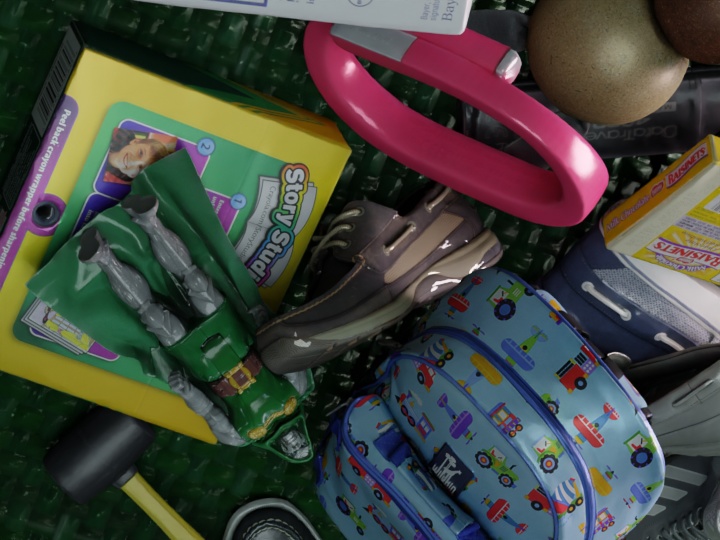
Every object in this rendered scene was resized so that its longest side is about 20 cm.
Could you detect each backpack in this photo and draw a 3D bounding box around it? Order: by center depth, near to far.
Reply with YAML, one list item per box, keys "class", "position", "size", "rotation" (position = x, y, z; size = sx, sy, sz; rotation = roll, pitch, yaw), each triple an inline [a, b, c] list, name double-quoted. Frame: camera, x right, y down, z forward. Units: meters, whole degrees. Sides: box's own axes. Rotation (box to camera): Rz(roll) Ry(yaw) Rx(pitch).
- class: "backpack"
  position: [0.075, 0.102, 1.623]
  size: [0.134, 0.200, 0.183]
  rotation: [-35, 79, -24]

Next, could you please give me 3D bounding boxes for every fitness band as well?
- class: "fitness band"
  position: [0.051, -0.091, 1.620]
  size: [0.037, 0.200, 0.144]
  rotation: [-54, 150, -16]

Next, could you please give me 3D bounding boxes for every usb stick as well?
- class: "usb stick"
  position: [0.156, -0.093, 1.720]
  size: [0.200, 0.033, 0.056]
  rotation: [-5, 117, -10]

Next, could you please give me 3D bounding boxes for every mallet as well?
- class: "mallet"
  position: [-0.097, 0.156, 1.734]
  size: [0.200, 0.041, 0.066]
  rotation: [39, 94, -6]

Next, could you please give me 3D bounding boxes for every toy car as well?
- class: "toy car"
  position: [0.151, -0.139, 1.652]
  size: [0.200, 0.158, 0.164]
  rotation: [-29, 103, 15]

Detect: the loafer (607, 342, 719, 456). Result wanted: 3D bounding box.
- class: "loafer"
  position: [0.154, 0.079, 1.724]
  size: [0.200, 0.070, 0.070]
  rotation: [-13, 123, 32]

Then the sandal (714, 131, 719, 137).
- class: "sandal"
  position: [0.259, -0.019, 1.765]
  size: [0.075, 0.048, 0.200]
  rotation: [-41, 125, 5]

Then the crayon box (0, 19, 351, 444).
- class: "crayon box"
  position: [-0.125, -0.020, 1.675]
  size: [0.172, 0.058, 0.200]
  rotation: [20, 105, -21]

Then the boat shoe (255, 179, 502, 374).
- class: "boat shoe"
  position: [0.000, 0.000, 1.666]
  size: [0.074, 0.200, 0.073]
  rotation: [-30, 89, 40]

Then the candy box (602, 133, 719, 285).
- class: "candy box"
  position: [0.251, -0.020, 1.688]
  size: [0.200, 0.026, 0.102]
  rotation: [17, 144, -30]

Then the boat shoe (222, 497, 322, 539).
- class: "boat shoe"
  position: [-0.037, 0.238, 1.786]
  size: [0.076, 0.060, 0.200]
  rotation: [-19, 112, -4]

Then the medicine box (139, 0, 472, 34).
- class: "medicine box"
  position: [-0.048, -0.207, 1.556]
  size: [0.200, 0.182, 0.103]
  rotation: [6, 108, -14]

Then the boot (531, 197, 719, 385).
- class: "boot"
  position: [0.198, 0.040, 1.766]
  size: [0.200, 0.073, 0.090]
  rotation: [38, 117, -22]

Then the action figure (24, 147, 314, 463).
- class: "action figure"
  position: [-0.086, 0.041, 1.651]
  size: [0.118, 0.055, 0.200]
  rotation: [-39, 120, 0]

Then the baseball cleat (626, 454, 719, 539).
- class: "baseball cleat"
  position: [0.207, 0.147, 1.748]
  size: [0.070, 0.106, 0.200]
  rotation: [29, 125, -8]
